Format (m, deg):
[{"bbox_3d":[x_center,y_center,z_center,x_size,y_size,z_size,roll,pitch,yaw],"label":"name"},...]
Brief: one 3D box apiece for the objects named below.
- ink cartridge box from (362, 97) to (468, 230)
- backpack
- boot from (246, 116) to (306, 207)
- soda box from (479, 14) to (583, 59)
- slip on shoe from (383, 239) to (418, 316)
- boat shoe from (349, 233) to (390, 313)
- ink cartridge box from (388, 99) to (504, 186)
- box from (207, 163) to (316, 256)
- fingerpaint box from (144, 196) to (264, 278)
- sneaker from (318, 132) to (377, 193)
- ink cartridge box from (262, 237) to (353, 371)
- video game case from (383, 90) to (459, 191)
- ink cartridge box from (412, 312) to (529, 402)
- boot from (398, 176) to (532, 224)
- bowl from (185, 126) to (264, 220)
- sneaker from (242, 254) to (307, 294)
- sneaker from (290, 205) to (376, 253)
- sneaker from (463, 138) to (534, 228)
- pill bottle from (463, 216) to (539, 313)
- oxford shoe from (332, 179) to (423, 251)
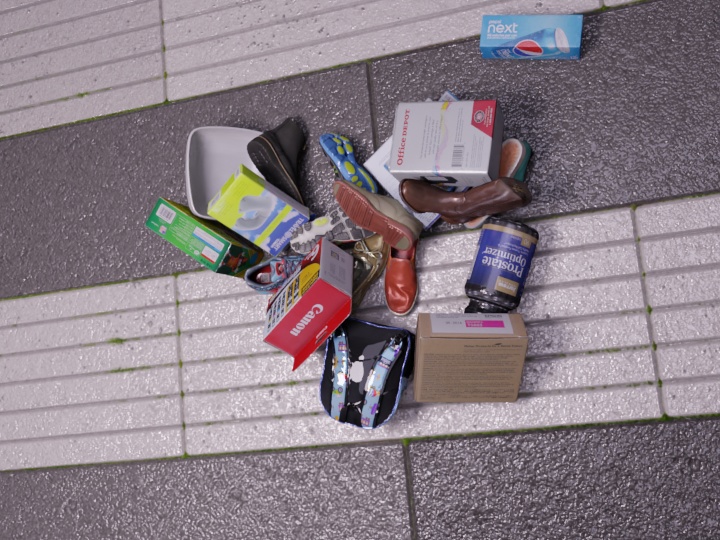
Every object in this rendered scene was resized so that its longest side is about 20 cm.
[{"bbox_3d":[0.139,-0.216,1.559,0.199,0.041,0.200,-44,74,6],"label":"ink cartridge box"},{"bbox_3d":[0.014,0.204,1.491,0.180,0.134,0.203,10,85,17],"label":"backpack"},{"bbox_3d":[-0.141,-0.220,1.628,0.077,0.138,0.202,-6,120,41],"label":"boot"},{"bbox_3d":[0.343,-0.468,1.522,0.197,0.064,0.069,5,84,17],"label":"soda box"},{"bbox_3d":[0.083,-0.008,1.539,0.073,0.061,0.203,5,86,15],"label":"slip on shoe"},{"bbox_3d":[-0.002,-0.001,1.559,0.073,0.063,0.202,32,91,18],"label":"boat shoe"},{"bbox_3d":[0.166,-0.244,1.458,0.197,0.083,0.148,4,80,24],"label":"ink cartridge box"},{"bbox_3d":[-0.200,-0.115,1.559,0.122,0.199,0.048,-45,30,22],"label":"box"},{"bbox_3d":[-0.328,-0.064,1.608,0.199,0.167,0.074,32,94,16],"label":"fingerpaint box"},{"bbox_3d":[-0.037,-0.207,1.587,0.201,0.070,0.083,59,143,22],"label":"sneaker"},{"bbox_3d":[-0.103,0.068,1.487,0.083,0.177,0.200,31,121,-21],"label":"ink cartridge box"},{"bbox_3d":[0.161,-0.241,1.526,0.143,0.018,0.200,43,95,16],"label":"video game case"},{"bbox_3d":[0.199,0.163,1.406,0.197,0.076,0.167,1,125,-1],"label":"ink cartridge box"},{"bbox_3d":[0.195,-0.144,1.400,0.199,0.185,0.065,-9,70,51],"label":"boot"},{"bbox_3d":[-0.282,-0.201,1.626,0.197,0.074,0.203,1,83,-28],"label":"bowl"},{"bbox_3d":[-0.153,0.008,1.585,0.197,0.095,0.080,-15,79,14],"label":"sneaker"},{"bbox_3d":[-0.048,-0.085,1.564,0.197,0.085,0.078,-14,83,6],"label":"sneaker"},{"bbox_3d":[0.278,-0.165,1.501,0.071,0.079,0.201,48,119,32],"label":"sneaker"},{"bbox_3d":[0.264,0.008,1.457,0.110,0.112,0.203,16,87,17],"label":"pill bottle"},{"bbox_3d":[0.034,-0.120,1.503,0.199,0.071,0.074,39,54,5],"label":"oxford shoe"}]
